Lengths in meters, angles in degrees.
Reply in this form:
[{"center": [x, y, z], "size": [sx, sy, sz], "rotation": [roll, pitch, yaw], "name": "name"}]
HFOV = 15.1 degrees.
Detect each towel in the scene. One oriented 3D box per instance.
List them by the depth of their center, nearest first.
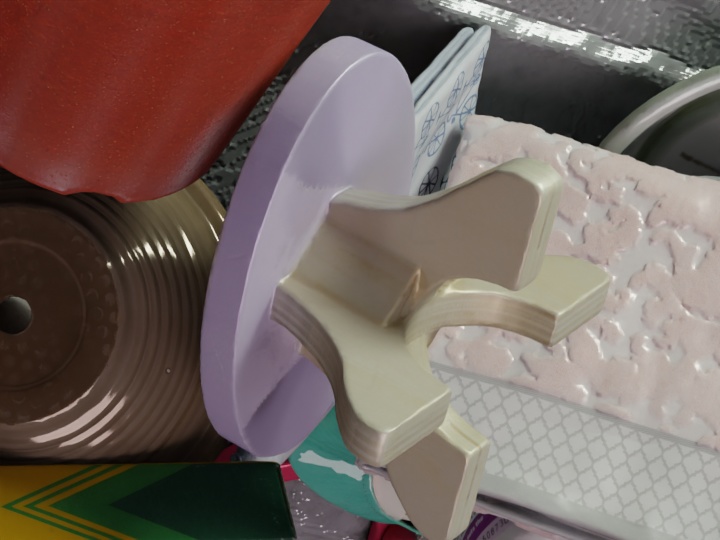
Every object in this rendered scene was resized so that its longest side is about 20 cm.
[{"center": [0.116, 0.036, 1.283], "size": [0.199, 0.192, 0.032], "rotation": [17, 165, 10], "name": "towel"}]

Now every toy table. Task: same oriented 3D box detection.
[{"center": [0.015, 0.014, 1.164], "size": [0.184, 0.117, 0.200], "rotation": [-40, 148, -40], "name": "toy table"}]

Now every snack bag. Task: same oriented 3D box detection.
[{"center": [0.000, 0.000, 1.302], "size": [0.021, 0.200, 0.189], "rotation": [26, 132, 17], "name": "snack bag"}]

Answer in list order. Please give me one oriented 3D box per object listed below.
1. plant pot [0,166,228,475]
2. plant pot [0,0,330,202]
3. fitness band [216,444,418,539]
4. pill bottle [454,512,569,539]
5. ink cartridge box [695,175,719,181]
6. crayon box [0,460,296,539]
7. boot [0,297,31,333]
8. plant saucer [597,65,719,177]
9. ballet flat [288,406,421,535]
[{"center": [-0.150, 0.023, 1.250], "size": [0.200, 0.201, 0.093], "rotation": [-20, 172, 4], "name": "plant pot"}, {"center": [-0.089, -0.144, 1.137], "size": [0.200, 0.201, 0.195], "rotation": [10, 136, -23], "name": "plant pot"}, {"center": [-0.050, 0.170, 1.532], "size": [0.143, 0.037, 0.200], "rotation": [9, 128, -18], "name": "fitness band"}, {"center": [0.091, 0.092, 1.380], "size": [0.112, 0.200, 0.113], "rotation": [-7, 133, -8], "name": "pill bottle"}, {"center": [0.224, 0.039, 1.407], "size": [0.162, 0.057, 0.200], "rotation": [0, 137, -14], "name": "ink cartridge box"}, {"center": [-0.140, 0.147, 1.240], "size": [0.199, 0.052, 0.126], "rotation": [1, 135, -17], "name": "crayon box"}, {"center": [-0.152, 0.087, 1.335], "size": [0.072, 0.167, 0.200], "rotation": [-40, 129, 25], "name": "boot"}, {"center": [0.195, -0.041, 1.389], "size": [0.199, 0.050, 0.201], "rotation": [-8, 133, -8], "name": "plant saucer"}, {"center": [0.049, 0.118, 1.473], "size": [0.200, 0.070, 0.068], "rotation": [28, 83, -38], "name": "ballet flat"}]
